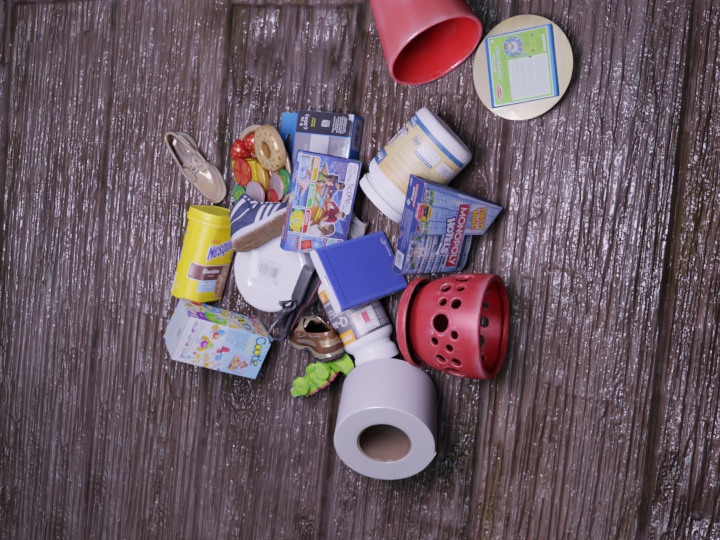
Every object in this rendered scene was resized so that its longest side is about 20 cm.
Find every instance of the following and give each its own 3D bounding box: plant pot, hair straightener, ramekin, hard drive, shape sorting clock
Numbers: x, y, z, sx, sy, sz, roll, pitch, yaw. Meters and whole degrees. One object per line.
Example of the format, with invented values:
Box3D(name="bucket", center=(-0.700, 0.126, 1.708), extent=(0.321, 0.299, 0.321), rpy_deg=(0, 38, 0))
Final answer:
Box3D(name="plant pot", center=(0.114, -0.499, 1.491), extent=(0.199, 0.200, 0.179), rpy_deg=(-31, 72, 19))
Box3D(name="plant pot", center=(0.180, 0.104, 1.474), extent=(0.181, 0.200, 0.203), rpy_deg=(3, 92, 30))
Box3D(name="hair straightener", center=(-0.150, 0.073, 1.570), extent=(0.041, 0.076, 0.201), rpy_deg=(49, 116, 38))
Box3D(name="ramekin", center=(-0.180, -0.002, 1.657), extent=(0.198, 0.098, 0.203), rpy_deg=(0, 91, 21))
Box3D(name="hard drive", center=(0.000, 0.000, 1.537), extent=(0.025, 0.199, 0.133), rpy_deg=(-32, 80, 44))
Box3D(name="shape sorting clock", center=(0.318, -0.398, 1.485), extent=(0.197, 0.039, 0.203), rpy_deg=(1, 93, 21))

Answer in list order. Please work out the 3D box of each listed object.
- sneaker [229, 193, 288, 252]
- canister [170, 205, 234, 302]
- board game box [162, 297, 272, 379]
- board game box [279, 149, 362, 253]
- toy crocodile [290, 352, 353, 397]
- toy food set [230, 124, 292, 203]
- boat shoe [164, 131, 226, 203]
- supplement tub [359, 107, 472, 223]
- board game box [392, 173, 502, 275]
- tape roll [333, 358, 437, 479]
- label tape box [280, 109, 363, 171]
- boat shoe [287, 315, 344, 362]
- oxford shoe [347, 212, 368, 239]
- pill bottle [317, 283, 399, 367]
Box3D(name="sneaker", center=(-0.188, -0.124, 1.591), extent=(0.198, 0.070, 0.109), rpy_deg=(-23, 53, 5))
Box3D(name="canister", center=(-0.343, -0.036, 1.694), extent=(0.086, 0.148, 0.202), rpy_deg=(20, 100, 19))
Box3D(name="board game box", center=(-0.310, 0.148, 1.647), extent=(0.106, 0.198, 0.103), rpy_deg=(-64, 33, 10))
Box3D(name="board game box", center=(-0.080, -0.133, 1.529), extent=(0.034, 0.134, 0.203), rpy_deg=(34, 114, 62))
Box3D(name="toy crocodile", center=(-0.085, 0.226, 1.618), extent=(0.062, 0.067, 0.200), rpy_deg=(48, 130, -2))
Box3D(name="toy food set", center=(-0.218, -0.217, 1.654), extent=(0.198, 0.048, 0.201), rpy_deg=(6, 109, 44))
Box3D(name="boat shoe", center=(-0.385, -0.239, 1.746), extent=(0.072, 0.065, 0.201), rpy_deg=(-39, 78, 17))
Box3D(name="supplement tub", center=(0.109, -0.207, 1.515), extent=(0.200, 0.144, 0.145), rpy_deg=(-45, 77, 16))
Box3D(name="board game box", center=(0.175, -0.083, 1.485), extent=(0.062, 0.198, 0.202), rpy_deg=(41, 128, 54))
Box3D(name="tape roll", center=(0.052, 0.296, 1.508), extent=(0.200, 0.140, 0.205), rpy_deg=(3, 125, 4))
Box3D(name="label tape box", center=(-0.102, -0.268, 1.637), extent=(0.198, 0.063, 0.146), rpy_deg=(9, 95, 20))
Box3D(name="boat shoe", center=(-0.096, 0.131, 1.597), extent=(0.199, 0.075, 0.075), rpy_deg=(18, 122, 56))
Box3D(name="oxford shoe", center=(-0.058, -0.143, 1.604), extent=(0.058, 0.075, 0.200), rpy_deg=(-44, 98, 7))
Box3D(name="pill bottle", center=(-0.002, 0.103, 1.581), extent=(0.116, 0.116, 0.202), rpy_deg=(-28, 82, 19))
